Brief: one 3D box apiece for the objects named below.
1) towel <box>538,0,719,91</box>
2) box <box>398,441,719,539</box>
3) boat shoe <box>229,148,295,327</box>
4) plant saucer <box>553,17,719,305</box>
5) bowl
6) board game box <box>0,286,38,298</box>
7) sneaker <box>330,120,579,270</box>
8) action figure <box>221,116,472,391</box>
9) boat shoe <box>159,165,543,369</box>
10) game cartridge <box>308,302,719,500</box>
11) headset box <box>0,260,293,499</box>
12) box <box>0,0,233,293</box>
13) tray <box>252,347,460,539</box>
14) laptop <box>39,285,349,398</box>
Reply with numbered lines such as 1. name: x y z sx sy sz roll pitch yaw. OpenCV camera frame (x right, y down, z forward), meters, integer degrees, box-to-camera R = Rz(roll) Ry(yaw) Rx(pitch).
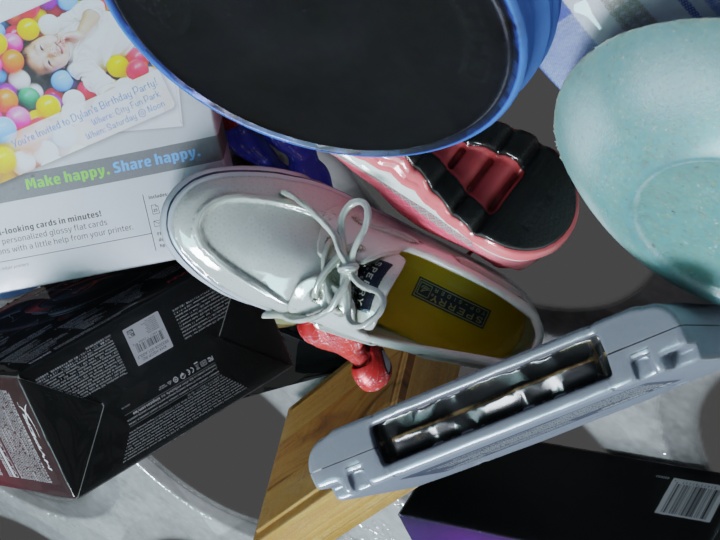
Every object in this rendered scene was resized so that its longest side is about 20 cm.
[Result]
1. towel: 0.137 -0.121 0.826 0.147 0.024 0.200 47 146 -12
2. box: 0.141 0.179 1.141 0.200 0.079 0.141 6 138 39
3. boat shoe: -0.068 -0.051 1.067 0.063 0.073 0.201 -14 123 34
4. plant saucer: 0.174 -0.028 0.857 0.201 0.039 0.201 19 151 11
5. bowl: -0.018 -0.118 0.799 0.200 0.039 0.201 14 148 9
6. board game box: -0.212 -0.086 1.149 0.158 0.039 0.200 -22 86 40
7. sneaker: 0.014 -0.063 0.970 0.200 0.074 0.087 39 164 7
8. action figure: -0.008 -0.037 1.041 0.065 0.099 0.200 -8 104 51
9. boat shoe: -0.001 0.005 0.959 0.202 0.075 0.086 24 -179 -11
10. game cartridge: 0.086 0.064 0.964 0.200 0.133 0.042 -24 83 22
11. headset box: -0.156 0.053 1.082 0.200 0.149 0.075 -3 114 56
12. box: -0.154 -0.095 0.985 0.156 0.041 0.200 -10 109 2
13. tray: -0.004 0.099 1.153 0.037 0.099 0.200 23 150 -16
14. laptop: -0.116 -0.006 1.219 0.177 0.103 0.200 -19 92 52
